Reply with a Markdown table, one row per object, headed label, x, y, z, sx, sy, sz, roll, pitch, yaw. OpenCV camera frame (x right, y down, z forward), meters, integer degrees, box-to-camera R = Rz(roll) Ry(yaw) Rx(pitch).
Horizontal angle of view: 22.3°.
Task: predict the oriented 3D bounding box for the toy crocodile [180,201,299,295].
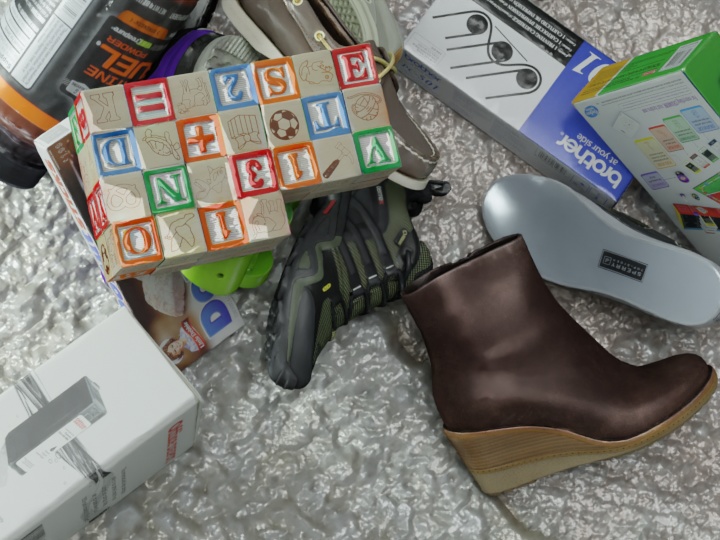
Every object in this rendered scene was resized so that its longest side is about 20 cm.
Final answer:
| label | x | y | z | sx | sy | sz | roll | pitch | yaw |
| --- | --- | --- | --- | --- | --- | --- | --- | --- | --- |
| toy crocodile | -0.073 | -0.055 | 1.289 | 0.061 | 0.068 | 0.201 | 24 | 47 | -3 |

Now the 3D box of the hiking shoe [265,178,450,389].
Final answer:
| label | x | y | z | sx | sy | sz | roll | pitch | yaw |
| --- | --- | --- | --- | --- | --- | --- | --- | --- | --- |
| hiking shoe | 0.000 | 0.000 | 1.295 | 0.100 | 0.076 | 0.201 | 22 | 66 | -1 |

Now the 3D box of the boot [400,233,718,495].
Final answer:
| label | x | y | z | sx | sy | sz | roll | pitch | yaw |
| --- | --- | --- | --- | --- | --- | --- | --- | --- | --- |
| boot | 0.142 | 0.052 | 1.284 | 0.199 | 0.072 | 0.167 | -22 | 103 | -6 |

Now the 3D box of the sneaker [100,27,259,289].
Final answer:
| label | x | y | z | sx | sy | sz | roll | pitch | yaw |
| --- | --- | --- | --- | --- | --- | --- | --- | --- | --- |
| sneaker | -0.148 | -0.083 | 1.323 | 0.099 | 0.069 | 0.201 | 24 | 90 | 39 |

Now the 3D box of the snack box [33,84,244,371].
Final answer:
| label | x | y | z | sx | sy | sz | roll | pitch | yaw |
| --- | --- | --- | --- | --- | --- | --- | --- | --- | --- |
| snack box | -0.149 | -0.024 | 1.255 | 0.072 | 0.024 | 0.201 | -37 | 123 | -21 |

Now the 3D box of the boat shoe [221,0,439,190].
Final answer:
| label | x | y | z | sx | sy | sz | roll | pitch | yaw |
| --- | --- | --- | --- | --- | --- | --- | --- | --- | --- |
| boat shoe | -0.012 | -0.142 | 1.286 | 0.200 | 0.072 | 0.060 | 47 | 110 | 12 |

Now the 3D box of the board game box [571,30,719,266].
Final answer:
| label | x | y | z | sx | sy | sz | roll | pitch | yaw |
| --- | --- | --- | --- | --- | --- | --- | --- | --- | --- |
| board game box | 0.258 | -0.069 | 1.291 | 0.200 | 0.153 | 0.040 | 48 | 71 | -14 |

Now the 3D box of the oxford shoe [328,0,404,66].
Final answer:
| label | x | y | z | sx | sy | sz | roll | pitch | yaw |
| --- | --- | --- | --- | --- | --- | --- | --- | --- | --- |
| oxford shoe | -0.021 | -0.223 | 1.384 | 0.058 | 0.075 | 0.201 | 7 | 52 | -45 |

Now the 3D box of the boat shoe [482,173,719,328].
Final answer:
| label | x | y | z | sx | sy | sz | roll | pitch | yaw |
| --- | --- | --- | --- | --- | --- | --- | --- | --- | --- |
| boat shoe | 0.184 | -0.014 | 1.340 | 0.199 | 0.066 | 0.070 | 22 | 95 | 24 |

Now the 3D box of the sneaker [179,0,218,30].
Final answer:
| label | x | y | z | sx | sy | sz | roll | pitch | yaw |
| --- | --- | --- | --- | --- | --- | --- | --- | --- | --- |
| sneaker | -0.148 | -0.236 | 1.367 | 0.104 | 0.060 | 0.201 | 25 | 81 | -1 |

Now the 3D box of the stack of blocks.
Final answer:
| label | x | y | z | sx | sy | sz | roll | pitch | yaw |
| --- | --- | --- | --- | --- | --- | --- | --- | --- | --- |
| stack of blocks | -0.078 | -0.071 | 1.190 | 0.199 | 0.059 | 0.116 | -13 | 84 | -19 |

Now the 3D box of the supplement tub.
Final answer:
| label | x | y | z | sx | sy | sz | roll | pitch | yaw |
| --- | --- | --- | --- | --- | --- | --- | --- | --- | --- |
| supplement tub | -0.202 | -0.155 | 1.282 | 0.107 | 0.107 | 0.200 | 40 | 107 | 6 |

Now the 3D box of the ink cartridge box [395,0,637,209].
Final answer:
| label | x | y | z | sx | sy | sz | roll | pitch | yaw |
| --- | --- | --- | --- | --- | --- | --- | --- | --- | --- |
| ink cartridge box | 0.133 | -0.138 | 1.383 | 0.199 | 0.044 | 0.094 | 36 | 74 | 4 |

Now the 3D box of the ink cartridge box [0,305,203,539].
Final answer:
| label | x | y | z | sx | sy | sz | roll | pitch | yaw |
| --- | --- | --- | --- | --- | --- | --- | --- | --- | --- |
| ink cartridge box | -0.208 | 0.127 | 1.205 | 0.199 | 0.144 | 0.084 | -36 | 80 | -16 |
